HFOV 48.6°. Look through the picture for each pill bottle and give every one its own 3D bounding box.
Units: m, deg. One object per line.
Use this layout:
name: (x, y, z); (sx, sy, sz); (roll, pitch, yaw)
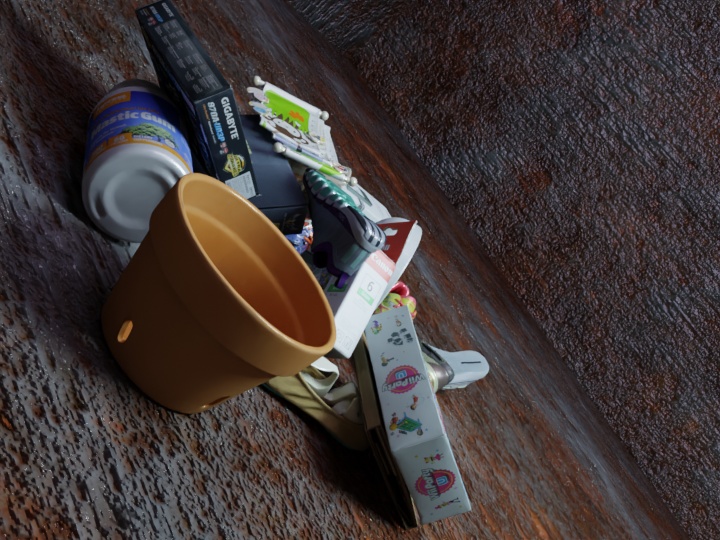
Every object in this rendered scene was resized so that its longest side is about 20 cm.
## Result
pill bottle: (-0.240, -0.129, 0.864); (0.112, 0.112, 0.201); (39, 18, -36)

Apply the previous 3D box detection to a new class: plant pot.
plant pot: (-0.138, 0.033, 0.725); (0.200, 0.140, 0.200); (47, 15, -17)

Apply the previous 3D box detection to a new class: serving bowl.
serving bowl: (0.000, 0.000, 1.118); (0.066, 0.200, 0.200); (38, 16, -9)

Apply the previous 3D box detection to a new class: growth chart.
growth chart: (-0.086, -0.195, 1.096); (0.144, 0.018, 0.201); (19, 32, -30)

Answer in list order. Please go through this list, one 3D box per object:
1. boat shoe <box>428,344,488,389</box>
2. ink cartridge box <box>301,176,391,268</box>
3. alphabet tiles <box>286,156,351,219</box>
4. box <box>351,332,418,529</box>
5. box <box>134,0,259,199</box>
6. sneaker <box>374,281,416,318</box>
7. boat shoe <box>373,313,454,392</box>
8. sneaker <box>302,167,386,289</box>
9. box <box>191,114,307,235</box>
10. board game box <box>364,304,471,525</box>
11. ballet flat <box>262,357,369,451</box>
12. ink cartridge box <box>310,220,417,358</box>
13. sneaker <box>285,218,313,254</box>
boat shoe: (0.131, 0.174, 1.338); (0.198, 0.067, 0.074); (11, 42, -35)
ink cartridge box: (-0.054, -0.070, 1.216); (0.199, 0.146, 0.084); (33, 22, -46)
alphabet tiles: (-0.118, -0.133, 1.088); (0.193, 0.015, 0.201); (18, 45, 7)
box: (0.026, 0.184, 0.969); (0.201, 0.021, 0.165); (-104, 174, -60)
box: (-0.189, -0.193, 0.922); (0.201, 0.046, 0.160); (54, -17, 36)
sneaker: (0.052, 0.079, 1.281); (0.078, 0.090, 0.201); (45, 17, -26)
boat shoe: (0.054, 0.115, 1.136); (0.065, 0.073, 0.200); (-9, 30, -35)
sneaker: (-0.045, -0.057, 0.979); (0.074, 0.088, 0.200); (33, 10, -33)
box: (-0.171, -0.123, 1.013); (0.156, 0.051, 0.201); (-5, 47, -24)
board game box: (0.062, 0.164, 0.927); (0.201, 0.064, 0.148); (-103, 174, -49)
ballet flat: (-0.037, 0.143, 0.911); (0.200, 0.063, 0.069); (41, 17, -35)
ink cartridge box: (-0.017, 0.009, 0.989); (0.050, 0.201, 0.108); (40, -24, -30)
sneaker: (-0.087, -0.048, 1.087); (0.198, 0.076, 0.079); (-8, 58, -22)
